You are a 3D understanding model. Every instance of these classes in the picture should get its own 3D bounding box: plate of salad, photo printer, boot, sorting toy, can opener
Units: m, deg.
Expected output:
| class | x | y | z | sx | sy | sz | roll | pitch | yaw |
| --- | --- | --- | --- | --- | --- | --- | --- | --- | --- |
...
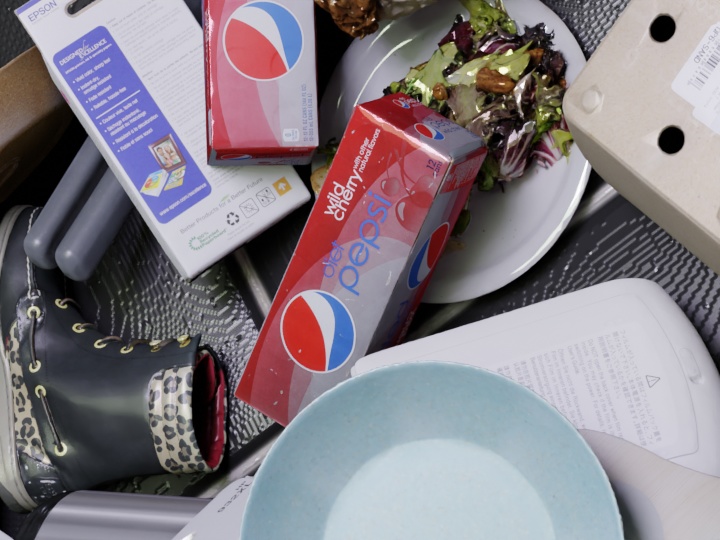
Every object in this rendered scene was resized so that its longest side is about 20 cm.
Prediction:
| class | x | y | z | sx | sy | sz | roll | pitch | yaw |
| --- | --- | --- | --- | --- | --- | --- | --- | --- | --- |
| plate of salad | 0.050 | -0.081 | 1.500 | 0.199 | 0.048 | 0.202 | -7 | 76 | 31 |
| photo printer | 0.107 | 0.097 | 1.376 | 0.199 | 0.070 | 0.167 | -18 | 55 | 2 |
| boot | -0.162 | 0.048 | 1.595 | 0.153 | 0.073 | 0.205 | -10 | 72 | 23 |
| sorting toy | 0.146 | 0.181 | 1.288 | 0.180 | 0.107 | 0.201 | 36 | 103 | 7 |
| can opener | -0.155 | -0.092 | 1.591 | 0.053 | 0.067 | 0.201 | 19 | 67 | 28 |

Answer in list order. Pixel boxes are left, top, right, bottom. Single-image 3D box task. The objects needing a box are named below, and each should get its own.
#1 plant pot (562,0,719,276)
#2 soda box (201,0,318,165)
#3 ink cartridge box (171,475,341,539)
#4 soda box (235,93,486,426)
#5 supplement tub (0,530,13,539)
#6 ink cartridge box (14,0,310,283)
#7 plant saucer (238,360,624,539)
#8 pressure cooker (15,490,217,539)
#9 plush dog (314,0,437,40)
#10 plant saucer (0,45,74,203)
| class | x | y | z | sx | sy | sz | roll | pitch | yaw |
| --- | --- | --- | --- | --- | --- | --- | --- | --- | --- |
| plant pot | 0.224 | -0.086 | 1.318 | 0.200 | 0.177 | 0.200 | 43 | 103 | 31 |
| soda box | -0.063 | -0.167 | 1.519 | 0.069 | 0.063 | 0.202 | -2 | 83 | -6 |
| ink cartridge box | -0.037 | 0.231 | 1.321 | 0.145 | 0.200 | 0.084 | -43 | 14 | -24 |
| soda box | 0.000 | 0.000 | 1.464 | 0.070 | 0.063 | 0.201 | 31 | 111 | 17 |
| supplement tub | -0.280 | 0.261 | 1.544 | 0.141 | 0.140 | 0.201 | 52 | 133 | 28 |
| ink cartridge box | -0.124 | -0.101 | 1.551 | 0.094 | 0.037 | 0.201 | -33 | 91 | -10 |
| plant saucer | 0.038 | 0.147 | 1.263 | 0.199 | 0.039 | 0.203 | -1 | 84 | 11 |
| pressure cooker | -0.097 | 0.221 | 1.451 | 0.198 | 0.176 | 0.180 | 2 | 81 | 19 |
| plush dog | 0.049 | -0.217 | 1.485 | 0.171 | 0.161 | 0.201 | -29 | 23 | 37 |
| plant saucer | -0.247 | -0.070 | 1.608 | 0.035 | 0.200 | 0.200 | 46 | 106 | 3 |
